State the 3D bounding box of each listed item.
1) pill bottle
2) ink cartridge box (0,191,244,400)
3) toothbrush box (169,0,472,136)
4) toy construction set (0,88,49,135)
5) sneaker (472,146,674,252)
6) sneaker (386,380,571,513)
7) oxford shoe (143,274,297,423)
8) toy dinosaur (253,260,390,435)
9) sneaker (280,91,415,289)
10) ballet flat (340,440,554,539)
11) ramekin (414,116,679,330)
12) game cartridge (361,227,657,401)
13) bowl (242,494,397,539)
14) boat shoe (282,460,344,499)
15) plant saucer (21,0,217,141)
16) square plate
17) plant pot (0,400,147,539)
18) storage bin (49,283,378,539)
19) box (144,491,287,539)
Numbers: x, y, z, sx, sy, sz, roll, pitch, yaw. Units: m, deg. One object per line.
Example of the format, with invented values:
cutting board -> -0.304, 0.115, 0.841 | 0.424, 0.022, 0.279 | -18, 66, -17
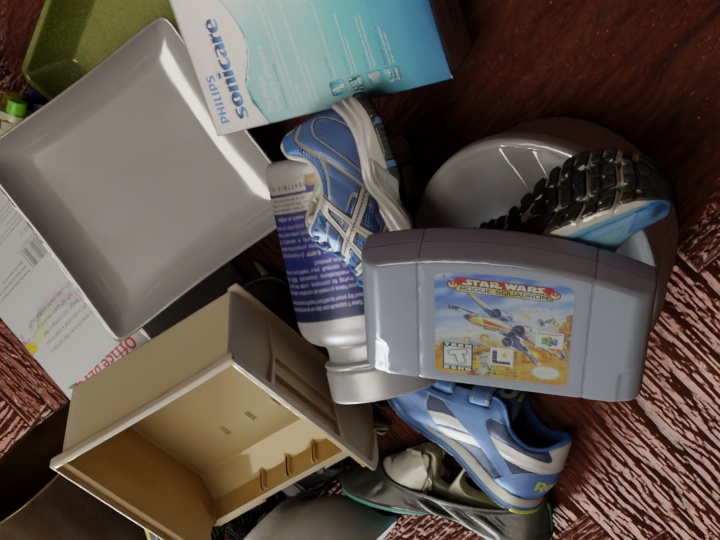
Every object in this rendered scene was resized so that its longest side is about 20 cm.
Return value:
pill bottle -> 0.000, 0.000, 1.200 | 0.119, 0.120, 0.201 | -8, 95, 36
ink cartridge box -> -0.243, -0.004, 1.370 | 0.200, 0.145, 0.147 | 51, 132, -1
toothbrush box -> -0.034, -0.201, 1.126 | 0.199, 0.085, 0.147 | -13, 109, 20
toy construction set -> -0.345, -0.147, 1.352 | 0.131, 0.200, 0.092 | 11, 120, -19
sneaker -> 0.147, -0.014, 1.046 | 0.090, 0.079, 0.200 | 40, 135, -19
sneaker -> 0.096, 0.114, 1.267 | 0.200, 0.074, 0.082 | 39, 123, 6
oxford shoe -> -0.133, 0.080, 1.323 | 0.200, 0.084, 0.073 | -42, 84, 19
toy dinosaur -> -0.030, 0.071, 1.331 | 0.101, 0.058, 0.200 | -29, 98, 42
sneaker -> 0.002, -0.028, 1.105 | 0.077, 0.076, 0.201 | -19, 98, -3
ballet flat -> 0.080, 0.191, 1.328 | 0.199, 0.068, 0.069 | 15, 114, 14
ramekin -> 0.149, -0.024, 1.132 | 0.202, 0.094, 0.203 | 17, 124, 26
game cartridge -> 0.100, 0.029, 1.024 | 0.199, 0.042, 0.133 | 6, 142, 10
bowl -> -0.065, 0.275, 1.379 | 0.090, 0.201, 0.201 | 42, 131, 10
boat shoe -> -0.099, 0.132, 1.401 | 0.199, 0.074, 0.068 | 47, 132, 0
plant saucer -> -0.184, -0.190, 1.289 | 0.200, 0.048, 0.200 | 39, 131, 8
square plate -> -0.183, -0.076, 1.247 | 0.200, 0.028, 0.198 | -36, 97, 4
plant pot -> -0.274, 0.265, 1.544 | 0.187, 0.187, 0.200 | -23, 116, 40
storage bin -> -0.119, 0.138, 1.266 | 0.200, 0.094, 0.198 | -31, 128, 23
box -> -0.124, 0.285, 1.449 | 0.049, 0.160, 0.201 | 5, 119, 34
